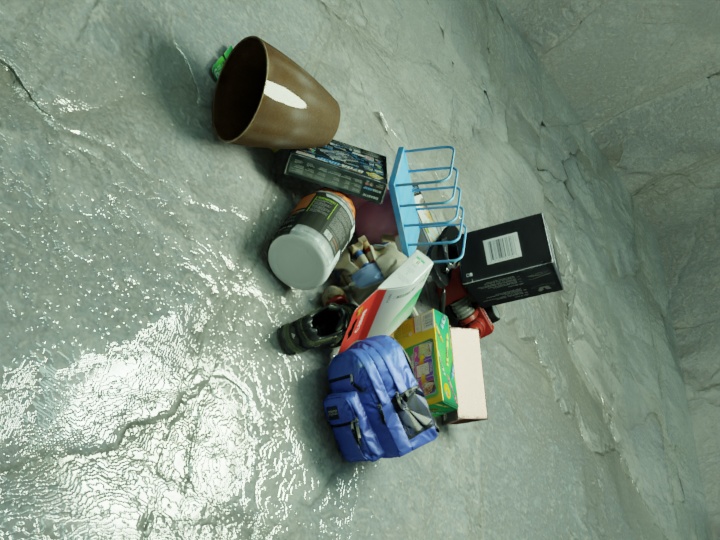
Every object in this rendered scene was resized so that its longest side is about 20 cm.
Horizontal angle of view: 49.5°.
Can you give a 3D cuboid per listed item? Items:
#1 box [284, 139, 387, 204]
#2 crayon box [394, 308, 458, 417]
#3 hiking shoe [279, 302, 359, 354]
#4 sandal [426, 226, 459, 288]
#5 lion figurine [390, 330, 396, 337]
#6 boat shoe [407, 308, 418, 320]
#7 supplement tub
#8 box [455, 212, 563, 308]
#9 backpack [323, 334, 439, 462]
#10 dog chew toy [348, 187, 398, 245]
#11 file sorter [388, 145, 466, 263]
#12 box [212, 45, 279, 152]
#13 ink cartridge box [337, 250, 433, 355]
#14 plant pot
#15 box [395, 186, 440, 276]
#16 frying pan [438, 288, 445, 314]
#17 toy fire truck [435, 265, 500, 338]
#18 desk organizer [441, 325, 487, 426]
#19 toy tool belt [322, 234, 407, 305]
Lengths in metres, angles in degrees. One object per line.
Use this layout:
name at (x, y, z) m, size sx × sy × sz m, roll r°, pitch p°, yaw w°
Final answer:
box at (-0.044, -0.208, 1.535) m, size 0.196 × 0.047 × 0.160 m, roll 16°, pitch 27°, yaw -8°
crayon box at (0.125, 0.194, 1.578) m, size 0.058 × 0.118 × 0.203 m, roll 28°, pitch 47°, yaw -42°
hiking shoe at (-0.047, 0.098, 1.390) m, size 0.198 × 0.100 × 0.077 m, roll -18°, pitch 85°, yaw -49°
sandal at (0.188, -0.041, 1.688) m, size 0.076 × 0.042 × 0.201 m, roll 51°, pitch 37°, yaw -20°
lion figurine at (0.053, 0.156, 1.549) m, size 0.121 × 0.072 × 0.204 m, roll 5°, pitch 71°, yaw -52°
boat shoe at (0.059, 0.042, 1.656) m, size 0.202 × 0.056 × 0.067 m, roll 58°, pitch -3°, yaw -18°
supplement tub at (-0.083, -0.066, 1.444) m, size 0.123 × 0.121 × 0.201 m, roll 53°, pitch 34°, yaw -17°
box at (0.327, -0.016, 1.706) m, size 0.200 × 0.193 × 0.120 m, roll 43°, pitch 37°, yaw -62°
backpack at (0.023, 0.223, 1.365) m, size 0.166 × 0.162 × 0.204 m, roll -17°, pitch 86°, yaw -35°
dog chew toy at (0.014, -0.153, 1.657) m, size 0.202 × 0.124 × 0.124 m, roll 57°, pitch 32°, yaw 3°
file sorter at (0.140, -0.129, 1.567) m, size 0.140 × 0.120 × 0.203 m, roll -73°, pitch 155°, yaw -50°
box at (-0.200, -0.345, 1.531) m, size 0.200 × 0.048 × 0.118 m, roll 48°, pitch 36°, yaw -23°
ink cartridge box at (0.044, 0.075, 1.424) m, size 0.050 × 0.162 × 0.200 m, roll 35°, pitch 50°, yaw 13°
plant pot at (-0.139, -0.299, 1.424) m, size 0.197 × 0.186 × 0.190 m, roll 12°, pitch 58°, yaw -38°
box at (0.110, -0.077, 1.744) m, size 0.060 × 0.115 × 0.203 m, roll -21°, pitch 88°, yaw -55°
frying pan at (0.169, 0.143, 1.672) m, size 0.030 × 0.115 × 0.194 m, roll 5°, pitch 78°, yaw -14°
toy fire truck at (0.224, 0.099, 1.810) m, size 0.178 × 0.127 × 0.200 m, roll 60°, pitch 22°, yaw -7°
desk organizer at (0.217, 0.228, 1.687) m, size 0.076 × 0.072 × 0.204 m, roll 6°, pitch 68°, yaw -22°
toy tool belt at (0.000, 0.000, 1.526) m, size 0.126 × 0.197 × 0.124 m, roll 91°, pitch -26°, yaw -52°
